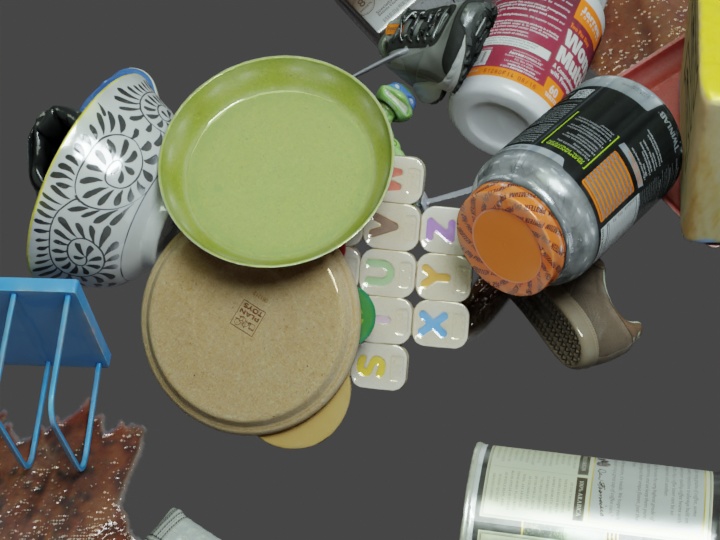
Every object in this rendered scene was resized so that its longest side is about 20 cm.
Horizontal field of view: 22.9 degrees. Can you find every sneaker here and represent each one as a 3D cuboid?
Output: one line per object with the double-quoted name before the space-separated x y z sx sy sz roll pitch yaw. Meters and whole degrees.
"sneaker" 0.063 -0.200 1.576 0.079 0.200 0.074 32 77 -9
"sneaker" 0.171 0.001 1.558 0.075 0.071 0.201 -12 57 -27
"sneaker" -0.245 -0.129 1.637 0.076 0.112 0.201 16 60 15

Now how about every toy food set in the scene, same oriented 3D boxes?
"toy food set" -0.088 0.040 1.503 0.198 0.049 0.200 15 90 11

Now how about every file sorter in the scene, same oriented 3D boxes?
"file sorter" -0.327 0.090 1.493 0.198 0.139 0.124 2 60 6

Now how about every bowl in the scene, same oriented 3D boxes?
"bowl" -0.196 -0.060 1.544 0.093 0.201 0.202 25 63 11

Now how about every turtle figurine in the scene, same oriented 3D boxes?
"turtle figurine" -0.009 -0.096 1.566 0.194 0.144 0.200 -46 39 -9

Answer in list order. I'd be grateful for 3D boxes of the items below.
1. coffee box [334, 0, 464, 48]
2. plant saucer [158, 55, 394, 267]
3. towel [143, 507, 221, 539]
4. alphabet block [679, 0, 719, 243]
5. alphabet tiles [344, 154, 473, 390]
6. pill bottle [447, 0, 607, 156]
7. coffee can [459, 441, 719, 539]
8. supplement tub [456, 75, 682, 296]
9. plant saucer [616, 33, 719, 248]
"coffee box" 0.069 -0.308 1.711 0.200 0.080 0.115 -41 61 0
"plant saucer" -0.069 -0.086 1.485 0.198 0.031 0.202 -2 63 4
"towel" -0.135 0.308 1.398 0.199 0.035 0.193 32 65 22
"alphabet block" 0.367 -0.155 1.485 0.193 0.201 0.198 0 57 6
"alphabet tiles" 0.000 0.000 1.524 0.193 0.015 0.202 6 95 8
"pill bottle" 0.163 -0.209 1.653 0.109 0.110 0.201 17 61 15
"coffee can" 0.179 0.215 1.362 0.198 0.147 0.148 6 58 9
"supplement tub" 0.174 -0.069 1.488 0.122 0.123 0.200 32 47 22
"plant saucer" 0.329 -0.126 1.610 0.199 0.037 0.200 -32 60 -15
